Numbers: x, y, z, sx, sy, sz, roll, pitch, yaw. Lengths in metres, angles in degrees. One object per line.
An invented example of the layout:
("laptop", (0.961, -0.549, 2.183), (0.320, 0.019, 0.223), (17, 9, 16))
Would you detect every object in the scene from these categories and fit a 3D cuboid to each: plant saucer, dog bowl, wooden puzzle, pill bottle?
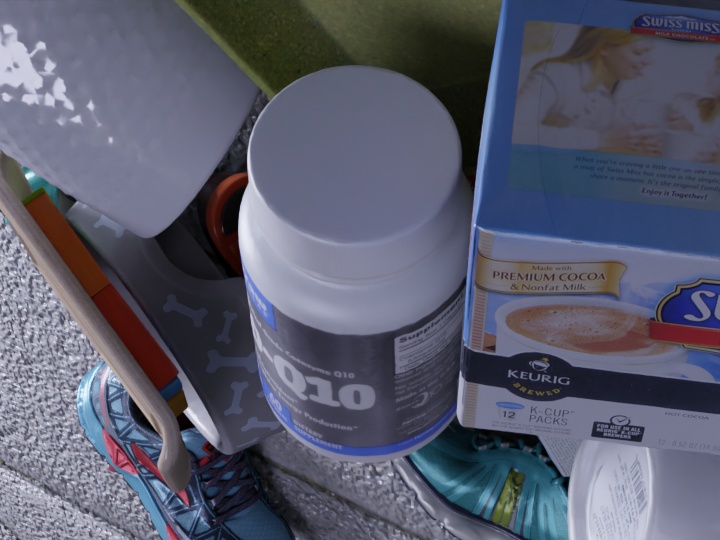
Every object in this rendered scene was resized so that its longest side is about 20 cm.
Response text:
("plant saucer", (0.022, -0.124, 0.840), (0.198, 0.048, 0.200), (-7, 139, 42))
("dog bowl", (-0.108, 0.024, 1.138), (0.201, 0.058, 0.200), (51, 167, 17))
("wooden puzzle", (-0.147, 0.028, 1.076), (0.201, 0.037, 0.185), (58, 171, 7))
("pill bottle", (0.000, 0.000, 0.895), (0.113, 0.114, 0.201), (29, 154, 18))

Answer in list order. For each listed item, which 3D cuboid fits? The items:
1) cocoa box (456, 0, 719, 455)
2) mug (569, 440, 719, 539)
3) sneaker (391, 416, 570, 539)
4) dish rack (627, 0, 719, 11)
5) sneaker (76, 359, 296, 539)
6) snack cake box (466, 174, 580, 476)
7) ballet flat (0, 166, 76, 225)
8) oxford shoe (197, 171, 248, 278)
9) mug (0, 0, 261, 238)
("cocoa box", (0.144, -0.015, 0.761), (0.197, 0.134, 0.132), (7, 142, 4))
("mug", (0.190, 0.089, 0.864), (0.173, 0.202, 0.148), (7, 151, -17))
("sneaker", (0.101, 0.126, 1.112), (0.199, 0.078, 0.080), (34, 126, 4))
("dish rack", (0.172, -0.135, 0.795), (0.200, 0.044, 0.172), (40, 143, 5))
("sneaker", (-0.115, 0.137, 1.306), (0.200, 0.079, 0.095), (46, 142, -3))
("snack cake box", (0.113, 0.008, 0.970), (0.114, 0.067, 0.201), (-10, 118, 50))
("ballet flat", (-0.179, -0.088, 1.170), (0.070, 0.068, 0.201), (18, 143, -7))
("oxford shoe", (-0.031, 0.020, 1.137), (0.201, 0.071, 0.072), (59, 167, -21))
("mug", (-0.153, -0.134, 1.005), (0.174, 0.200, 0.148), (31, 107, -18))
